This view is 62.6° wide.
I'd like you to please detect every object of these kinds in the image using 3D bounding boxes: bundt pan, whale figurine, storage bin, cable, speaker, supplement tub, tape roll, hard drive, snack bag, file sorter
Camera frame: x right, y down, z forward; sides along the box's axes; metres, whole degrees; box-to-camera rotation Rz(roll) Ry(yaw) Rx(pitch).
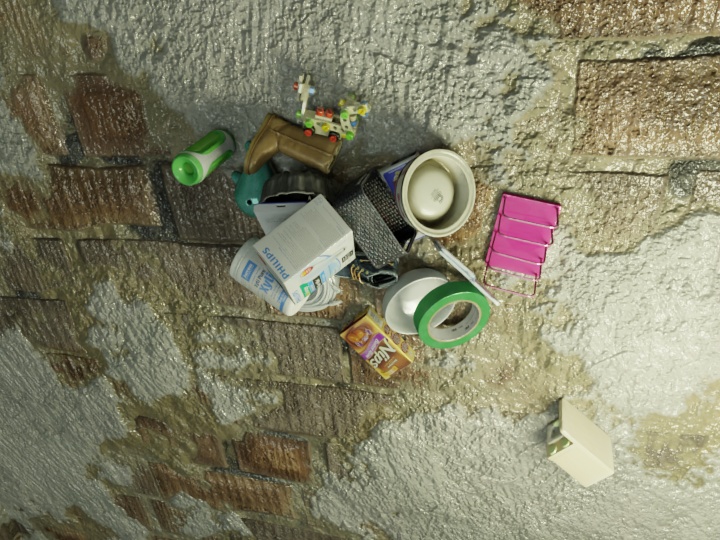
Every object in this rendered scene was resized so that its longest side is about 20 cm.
[{"bbox_3d":[-0.153,-0.184,1.457,0.200,0.077,0.202,-1,163,0],"label":"bundt pan"},{"bbox_3d":[-0.268,-0.229,1.529,0.158,0.104,0.202,13,123,11],"label":"whale figurine"},{"bbox_3d":[0.037,-0.125,1.422,0.093,0.135,0.201,-28,108,30],"label":"storage bin"},{"bbox_3d":[-0.156,0.023,1.669,0.199,0.069,0.201,-20,111,28],"label":"cable"},{"bbox_3d":[-0.387,-0.285,1.475,0.088,0.200,0.089,8,123,13],"label":"speaker"},{"bbox_3d":[-0.231,0.016,1.571,0.199,0.132,0.133,32,125,8],"label":"supplement tub"},{"bbox_3d":[0.239,0.118,1.552,0.198,0.048,0.202,-10,131,-12],"label":"tape roll"},{"bbox_3d":[-0.184,-0.120,1.490,0.130,0.026,0.200,-2,162,1],"label":"hard drive"},{"bbox_3d":[0.260,0.003,1.449,0.200,0.189,0.021,43,98,-3],"label":"snack bag"},{"bbox_3d":[0.381,-0.057,1.409,0.138,0.126,0.202,14,123,10],"label":"file sorter"}]

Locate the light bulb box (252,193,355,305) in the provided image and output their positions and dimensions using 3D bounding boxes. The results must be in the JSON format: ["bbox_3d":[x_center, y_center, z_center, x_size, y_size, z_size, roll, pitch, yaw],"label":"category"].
[{"bbox_3d":[-0.128,-0.045,1.418,0.200,0.198,0.125,-38,75,-9],"label":"light bulb box"}]

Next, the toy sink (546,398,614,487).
[{"bbox_3d":[0.597,0.484,1.664,0.200,0.131,0.112,39,124,-9],"label":"toy sink"}]

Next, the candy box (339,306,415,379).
[{"bbox_3d":[0.051,0.213,1.723,0.200,0.057,0.116,44,122,-12],"label":"candy box"}]

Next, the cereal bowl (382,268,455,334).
[{"bbox_3d":[0.148,0.070,1.567,0.198,0.084,0.201,-9,132,-10],"label":"cereal bowl"}]

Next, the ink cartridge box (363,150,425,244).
[{"bbox_3d":[0.103,-0.169,1.483,0.196,0.047,0.201,-21,114,26],"label":"ink cartridge box"}]

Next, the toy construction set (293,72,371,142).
[{"bbox_3d":[-0.077,-0.374,1.387,0.199,0.092,0.132,27,147,9],"label":"toy construction set"}]

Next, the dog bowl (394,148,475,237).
[{"bbox_3d":[0.167,-0.181,1.381,0.201,0.200,0.074,58,163,-20],"label":"dog bowl"}]

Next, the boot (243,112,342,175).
[{"bbox_3d":[-0.166,-0.282,1.442,0.198,0.066,0.176,23,82,5],"label":"boot"}]

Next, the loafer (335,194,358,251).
[{"bbox_3d":[-0.047,-0.110,1.567,0.072,0.063,0.202,18,126,45],"label":"loafer"}]

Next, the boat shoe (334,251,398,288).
[{"bbox_3d":[0.000,0.000,1.521,0.198,0.091,0.071,-6,127,6],"label":"boat shoe"}]
